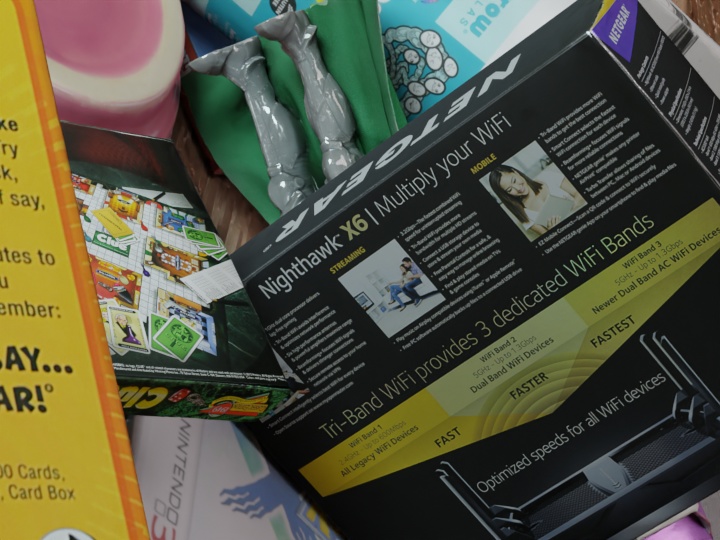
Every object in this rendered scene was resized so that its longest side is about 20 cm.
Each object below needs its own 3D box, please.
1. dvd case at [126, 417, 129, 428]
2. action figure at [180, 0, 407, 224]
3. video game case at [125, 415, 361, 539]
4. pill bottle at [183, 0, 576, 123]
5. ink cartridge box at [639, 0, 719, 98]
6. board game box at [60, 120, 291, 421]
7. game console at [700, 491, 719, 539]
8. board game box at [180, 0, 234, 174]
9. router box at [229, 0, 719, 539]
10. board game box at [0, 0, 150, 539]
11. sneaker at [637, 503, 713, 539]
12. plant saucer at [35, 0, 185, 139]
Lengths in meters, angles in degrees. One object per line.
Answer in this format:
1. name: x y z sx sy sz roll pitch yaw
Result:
1. dvd case: -0.029 0.131 0.873 0.142 0.018 0.201 19 47 -49
2. action figure: 0.000 0.000 0.945 0.055 0.118 0.201 -24 90 -43
3. video game case: -0.014 0.131 0.854 0.200 0.022 0.183 40 33 -27
4. pill bottle: 0.022 -0.103 1.002 0.200 0.111 0.111 39 30 3
5. ink cartridge box: 0.095 -0.121 1.180 0.200 0.084 0.146 33 13 -41
6. board game box: -0.112 -0.006 0.734 0.199 0.023 0.105 8 50 -49
7. game console: 0.134 0.087 1.162 0.176 0.116 0.201 64 3 -73
8. board game box: -0.018 -0.085 1.101 0.200 0.019 0.103 3 57 -55
9. router box: 0.057 0.020 0.846 0.157 0.200 0.052 49 30 -13
10. board game box: -0.174 0.066 0.482 0.199 0.200 0.201 4 56 -31
11. sneaker: 0.105 0.060 1.034 0.072 0.114 0.201 -25 76 -33
12. plant saucer: -0.136 -0.114 0.923 0.200 0.051 0.201 37 35 -32
